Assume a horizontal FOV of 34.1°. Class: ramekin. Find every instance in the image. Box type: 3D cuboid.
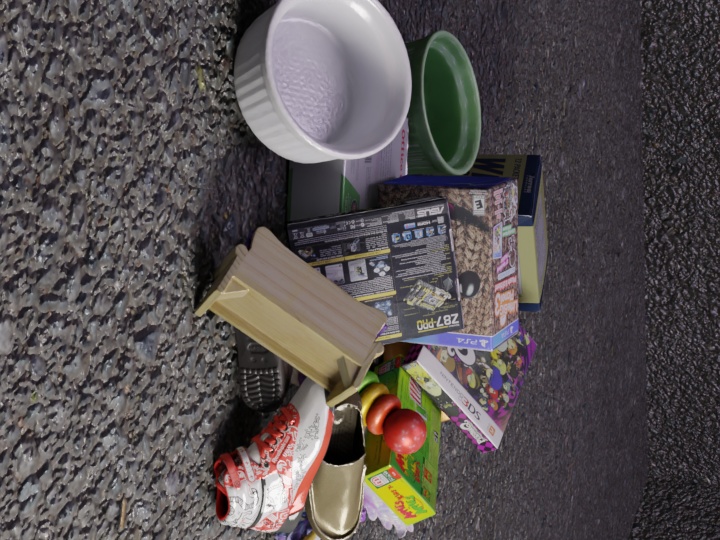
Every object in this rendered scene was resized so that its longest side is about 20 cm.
[{"bbox_3d":[0.089,-0.231,1.671,0.199,0.096,0.204,15,72,-59],"label":"ramekin"},{"bbox_3d":[-0.047,-0.217,1.322,0.198,0.097,0.204,7,79,-36],"label":"ramekin"}]

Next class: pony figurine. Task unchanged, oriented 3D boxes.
[{"bbox_3d":[-0.036,0.276,1.518,0.200,0.165,0.196,-40,125,-36],"label":"pony figurine"}]

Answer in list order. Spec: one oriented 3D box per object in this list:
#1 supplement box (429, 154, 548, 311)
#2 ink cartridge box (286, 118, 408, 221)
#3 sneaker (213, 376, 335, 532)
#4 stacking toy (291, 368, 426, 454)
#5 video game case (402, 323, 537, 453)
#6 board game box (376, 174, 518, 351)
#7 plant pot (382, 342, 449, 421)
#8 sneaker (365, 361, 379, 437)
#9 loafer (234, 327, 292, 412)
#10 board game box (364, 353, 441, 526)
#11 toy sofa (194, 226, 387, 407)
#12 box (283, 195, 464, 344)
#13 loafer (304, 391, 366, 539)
[{"bbox_3d":[0.181,-0.058,1.799,0.202,0.196,0.136,77,21,-44],"label":"supplement box"},{"bbox_3d":[-0.013,-0.128,1.518,0.199,0.086,0.148,-15,110,-62],"label":"ink cartridge box"},{"bbox_3d":[-0.103,0.207,1.344,0.106,0.067,0.204,10,107,-28],"label":"sneaker"},{"bbox_3d":[0.002,0.157,1.453,0.085,0.199,0.086,-38,150,-27],"label":"stacking toy"},{"bbox_3d":[0.156,0.117,1.631,0.182,0.036,0.201,48,47,-20],"label":"video game case"},{"bbox_3d":[0.111,-0.014,1.489,0.097,0.157,0.204,-23,113,-60],"label":"board game box"},{"bbox_3d":[0.108,0.096,1.740,0.200,0.197,0.186,-44,120,-54],"label":"plant pot"},{"bbox_3d":[-0.003,0.220,1.619,0.078,0.089,0.204,-27,117,-57],"label":"sneaker"},{"bbox_3d":[-0.111,0.061,1.379,0.071,0.072,0.204,-40,136,-72],"label":"loafer"},{"bbox_3d":[0.056,0.216,1.521,0.102,0.047,0.201,48,28,-26],"label":"board game box"},{"bbox_3d":[-0.073,0.051,1.293,0.083,0.199,0.098,-39,-161,57],"label":"toy sofa"},{"bbox_3d":[0.017,0.007,1.400,0.049,0.196,0.164,-152,-128,-79],"label":"box"},{"bbox_3d":[-0.031,0.230,1.389,0.067,0.075,0.204,-136,-136,-78],"label":"loafer"}]
